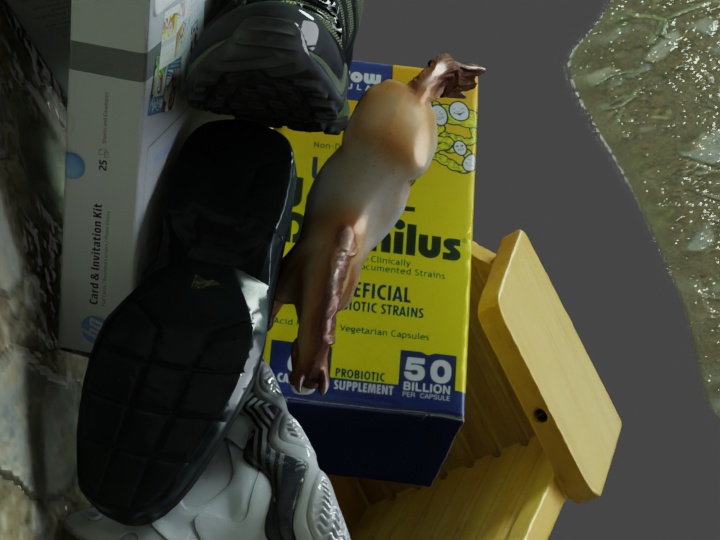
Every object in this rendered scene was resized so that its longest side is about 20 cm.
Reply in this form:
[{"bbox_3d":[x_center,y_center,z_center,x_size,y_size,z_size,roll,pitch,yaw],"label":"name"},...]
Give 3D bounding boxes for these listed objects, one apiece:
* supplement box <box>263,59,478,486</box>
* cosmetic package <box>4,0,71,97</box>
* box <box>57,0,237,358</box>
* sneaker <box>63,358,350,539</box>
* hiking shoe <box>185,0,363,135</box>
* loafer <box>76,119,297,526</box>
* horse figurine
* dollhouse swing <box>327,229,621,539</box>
[{"bbox_3d":[0.000,0.000,1.143,0.110,0.108,0.202,108,-13,-64],"label":"supplement box"},{"bbox_3d":[-0.137,-0.163,1.057,0.200,0.071,0.102,70,10,-71],"label":"cosmetic package"},{"bbox_3d":[-0.093,-0.080,0.998,0.156,0.041,0.202,-57,155,-61],"label":"box"},{"bbox_3d":[-0.079,0.103,0.964,0.200,0.114,0.076,-126,-160,-60],"label":"sneaker"},{"bbox_3d":[-0.037,-0.119,0.983,0.200,0.075,0.102,12,83,-89],"label":"hiking shoe"},{"bbox_3d":[-0.072,0.031,0.947,0.073,0.072,0.201,90,19,-57],"label":"loafer"},{"bbox_3d":[-0.001,-0.031,1.010,0.201,0.050,0.133,-61,-177,-12],"label":"horse figurine"},{"bbox_3d":[0.016,0.109,1.209,0.176,0.199,0.183,-32,95,-54],"label":"dollhouse swing"}]
